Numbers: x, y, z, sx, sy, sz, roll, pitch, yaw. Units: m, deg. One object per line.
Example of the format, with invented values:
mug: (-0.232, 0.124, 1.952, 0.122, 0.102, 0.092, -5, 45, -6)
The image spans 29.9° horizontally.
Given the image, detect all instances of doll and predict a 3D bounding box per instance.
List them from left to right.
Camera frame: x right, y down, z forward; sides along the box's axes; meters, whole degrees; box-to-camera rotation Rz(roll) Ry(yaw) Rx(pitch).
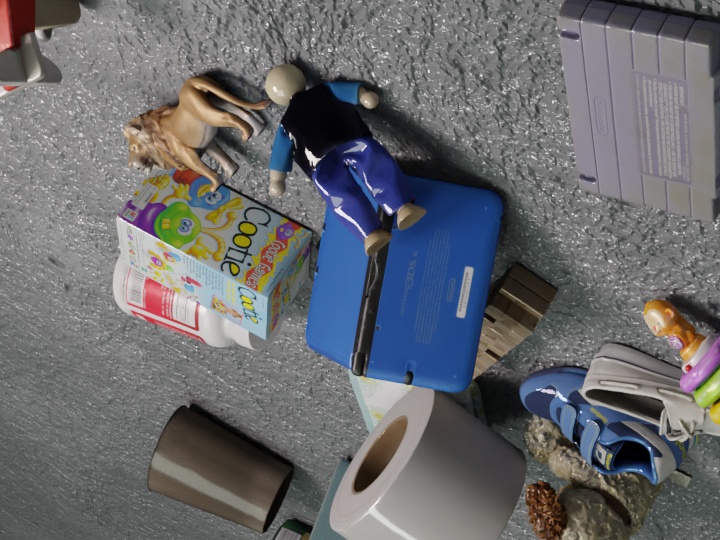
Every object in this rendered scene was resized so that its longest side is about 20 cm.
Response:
doll: (-0.029, -0.112, 1.265, 0.201, 0.136, 0.048, 55, -169, 12)

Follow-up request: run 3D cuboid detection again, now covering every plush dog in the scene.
plush dog: (0.265, 0.262, 1.493, 0.200, 0.172, 0.160, 47, 148, -23)

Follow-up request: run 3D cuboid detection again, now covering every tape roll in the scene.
tape roll: (0.076, 0.250, 1.551, 0.139, 0.203, 0.203, 37, 152, -10)

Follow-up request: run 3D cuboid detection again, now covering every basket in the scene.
basket: (-0.218, 0.323, 2.131, 0.199, 0.136, 0.181, 24, 146, 8)

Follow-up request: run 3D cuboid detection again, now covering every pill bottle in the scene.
pill bottle: (-0.196, 0.028, 1.659, 0.199, 0.113, 0.113, 19, 149, 25)

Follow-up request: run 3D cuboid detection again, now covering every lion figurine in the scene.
lion figurine: (-0.172, -0.156, 1.410, 0.122, 0.073, 0.200, 42, 137, -1)

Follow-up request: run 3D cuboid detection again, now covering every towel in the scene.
towel: (0.078, 0.172, 1.681, 0.170, 0.048, 0.201, 15, 147, 24)

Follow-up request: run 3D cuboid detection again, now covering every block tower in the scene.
block tower: (0.136, 0.062, 1.438, 0.058, 0.054, 0.200, 34, 151, -1)

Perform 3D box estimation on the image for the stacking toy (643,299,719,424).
stacking toy: (0.343, 0.097, 1.255, 0.200, 0.110, 0.116, 41, 155, 8)

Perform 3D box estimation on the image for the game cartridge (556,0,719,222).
game cartridge: (0.229, -0.126, 1.073, 0.129, 0.039, 0.201, 14, 146, 24)

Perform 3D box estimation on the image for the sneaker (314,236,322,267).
sneaker: (0.000, 0.000, 1.460, 0.097, 0.071, 0.201, 23, 148, 16)

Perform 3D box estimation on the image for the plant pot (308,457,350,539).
plant pot: (0.029, 0.428, 1.990, 0.199, 0.197, 0.196, 16, 149, 9)

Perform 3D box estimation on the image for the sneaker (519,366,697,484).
sneaker: (0.255, 0.166, 1.445, 0.199, 0.082, 0.074, 18, 143, 27)

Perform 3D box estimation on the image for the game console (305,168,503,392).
game console: (0.040, 0.002, 1.340, 0.169, 0.202, 0.118, 10, -172, -1)

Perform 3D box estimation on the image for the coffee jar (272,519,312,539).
coffee jar: (-0.054, 0.504, 2.290, 0.199, 0.086, 0.105, 21, 147, 23)

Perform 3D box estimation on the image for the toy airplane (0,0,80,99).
toy airplane: (-0.355, -0.260, 1.278, 0.140, 0.200, 0.200, 4, 144, 25)

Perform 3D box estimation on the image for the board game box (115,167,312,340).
board game box: (-0.167, -0.027, 1.554, 0.199, 0.103, 0.105, 28, 151, 10)

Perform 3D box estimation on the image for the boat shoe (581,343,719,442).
boat shoe: (0.320, 0.138, 1.356, 0.199, 0.066, 0.072, 23, 150, 18)
